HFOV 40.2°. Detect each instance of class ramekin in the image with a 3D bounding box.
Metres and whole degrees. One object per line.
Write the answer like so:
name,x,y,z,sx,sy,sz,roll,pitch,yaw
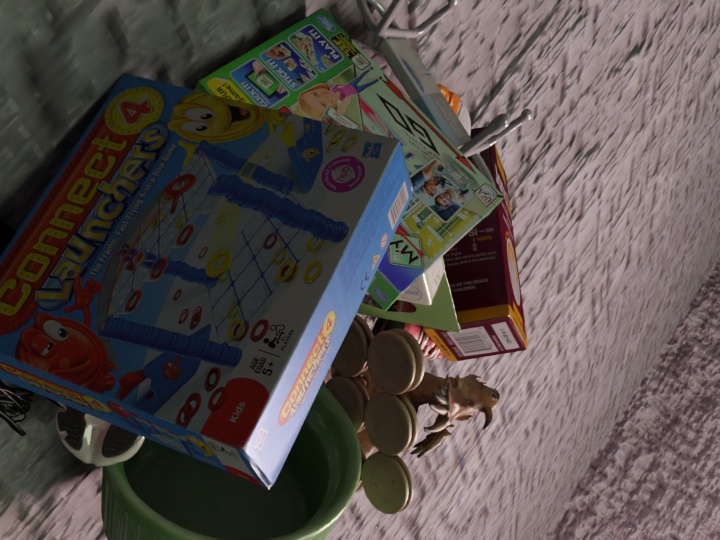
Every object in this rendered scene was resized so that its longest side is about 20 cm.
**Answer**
ramekin,-0.107,0.161,0.764,0.200,0.199,0.098,-31,148,-46

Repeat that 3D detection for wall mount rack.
wall mount rack,0.067,-0.150,0.753,0.074,0.201,0.174,-33,180,22

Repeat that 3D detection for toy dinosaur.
toy dinosaur,0.016,0.139,0.878,0.200,0.136,0.086,-45,150,-1

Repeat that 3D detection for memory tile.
memory tile,-0.028,0.106,0.821,0.017,0.199,0.155,-10,106,-44

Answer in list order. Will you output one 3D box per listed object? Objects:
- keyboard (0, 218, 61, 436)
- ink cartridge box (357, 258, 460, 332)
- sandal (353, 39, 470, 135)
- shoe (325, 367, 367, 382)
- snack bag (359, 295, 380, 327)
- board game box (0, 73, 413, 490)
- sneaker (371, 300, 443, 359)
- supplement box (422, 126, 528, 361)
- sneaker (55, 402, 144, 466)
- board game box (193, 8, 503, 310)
keyboard,-0.231,0.030,0.602,0.200,0.039,0.105,63,36,-59
ink cartridge box,0.000,0.000,0.827,0.201,0.145,0.048,73,35,-48
sandal,0.019,-0.147,0.849,0.206,0.059,0.079,29,95,-43
shoe,-0.023,0.108,0.973,0.070,0.053,0.200,-50,149,-18
snack bag,-0.022,0.025,0.977,0.189,0.021,0.200,-61,154,-1
board game box,-0.098,-0.005,0.569,0.201,0.195,0.056,-64,157,-24
sneaker,0.061,0.059,1.014,0.074,0.086,0.200,-63,177,10
supplement box,0.107,-0.024,0.977,0.110,0.085,0.201,50,34,-62
sneaker,-0.160,0.031,0.679,0.083,0.080,0.201,154,-46,-85
board game box,-0.007,-0.085,0.703,0.134,0.200,0.029,-41,175,-37
